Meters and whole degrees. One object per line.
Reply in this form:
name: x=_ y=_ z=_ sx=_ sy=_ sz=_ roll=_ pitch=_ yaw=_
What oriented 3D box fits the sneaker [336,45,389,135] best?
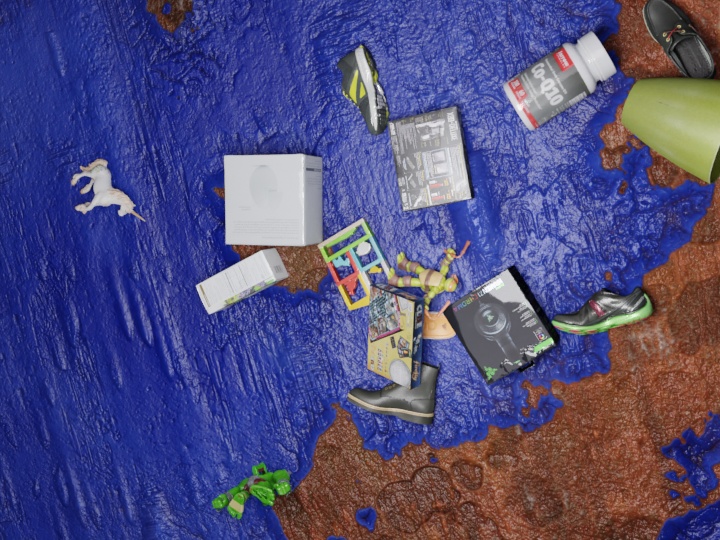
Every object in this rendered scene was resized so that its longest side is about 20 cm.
sneaker: x=0.004 y=-0.389 z=1.729 sx=0.084 sy=0.074 sz=0.202 roll=-16 pitch=81 yaw=25

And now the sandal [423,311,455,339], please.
sandal: x=0.112 y=0.121 z=1.741 sx=0.205 sy=0.059 sz=0.080 roll=-2 pitch=94 yaw=20

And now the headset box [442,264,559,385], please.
headset box: x=0.301 y=0.120 z=1.660 sx=0.173 sy=0.093 sz=0.201 roll=-33 pitch=85 yaw=19

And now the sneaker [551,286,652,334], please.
sneaker: x=0.492 y=0.082 z=1.610 sx=0.198 sy=0.077 sz=0.085 roll=-14 pitch=73 yaw=16

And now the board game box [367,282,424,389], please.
board game box: x=0.074 y=0.139 z=1.693 sx=0.135 sy=0.034 sz=0.202 roll=20 pitch=116 yaw=42

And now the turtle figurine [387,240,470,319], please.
turtle figurine: x=0.150 y=0.010 z=1.708 sx=0.160 sy=0.064 sz=0.201 roll=17 pitch=69 yaw=26

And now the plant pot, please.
plant pot: x=0.607 y=-0.289 z=1.482 sx=0.199 sy=0.187 sz=0.189 roll=29 pitch=104 yaw=28

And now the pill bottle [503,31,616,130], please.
pill bottle: x=0.397 y=-0.380 z=1.566 sx=0.199 sy=0.114 sz=0.114 roll=-32 pitch=85 yaw=19

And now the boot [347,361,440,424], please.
boot: x=0.078 y=0.254 z=1.767 sx=0.198 sy=0.077 sz=0.140 roll=12 pitch=94 yaw=5

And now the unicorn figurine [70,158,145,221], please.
unicorn figurine: x=-0.644 y=-0.194 z=1.959 sx=0.136 sy=0.074 sz=0.202 roll=-22 pitch=82 yaw=9

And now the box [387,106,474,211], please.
box: x=0.153 y=-0.240 z=1.697 sx=0.156 sy=0.050 sz=0.202 roll=-10 pitch=92 yaw=19

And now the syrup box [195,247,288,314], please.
syrup box: x=-0.281 y=0.025 z=1.856 sx=0.199 sy=0.079 sz=0.082 roll=-27 pitch=87 yaw=19

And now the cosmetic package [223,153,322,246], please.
cosmetic package: x=-0.196 y=-0.160 z=1.786 sx=0.197 sy=0.123 sz=0.202 roll=2 pitch=95 yaw=18

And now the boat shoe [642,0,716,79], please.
boat shoe: x=0.617 y=-0.447 z=1.513 sx=0.073 sy=0.063 sz=0.202 roll=-33 pitch=83 yaw=21

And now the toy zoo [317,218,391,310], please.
toy zoo: x=0.000 y=0.000 z=1.782 sx=0.131 sy=0.020 sz=0.201 roll=-29 pitch=82 yaw=19

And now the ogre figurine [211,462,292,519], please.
ogre figurine: x=-0.242 y=0.520 z=1.871 sx=0.200 sy=0.120 sz=0.098 roll=-39 pitch=87 yaw=20
